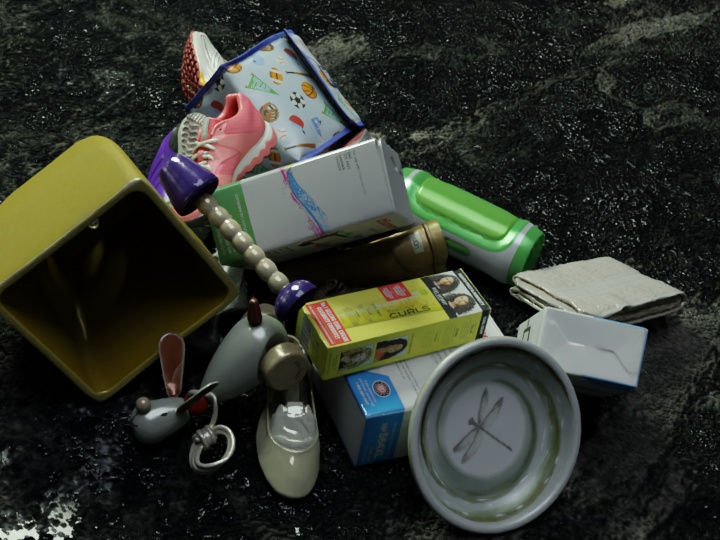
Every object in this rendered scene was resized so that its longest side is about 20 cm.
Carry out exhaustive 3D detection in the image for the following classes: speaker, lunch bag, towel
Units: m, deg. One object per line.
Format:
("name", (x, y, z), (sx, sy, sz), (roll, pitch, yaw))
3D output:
("speaker", (0.128, -0.056, 1.677), (0.199, 0.089, 0.088), (27, 42, 17))
("lunch bag", (-0.096, -0.215, 1.740), (0.171, 0.124, 0.200), (52, 41, -1))
("towel", (0.289, 0.025, 1.621), (0.199, 0.035, 0.132), (-11, 30, -40))

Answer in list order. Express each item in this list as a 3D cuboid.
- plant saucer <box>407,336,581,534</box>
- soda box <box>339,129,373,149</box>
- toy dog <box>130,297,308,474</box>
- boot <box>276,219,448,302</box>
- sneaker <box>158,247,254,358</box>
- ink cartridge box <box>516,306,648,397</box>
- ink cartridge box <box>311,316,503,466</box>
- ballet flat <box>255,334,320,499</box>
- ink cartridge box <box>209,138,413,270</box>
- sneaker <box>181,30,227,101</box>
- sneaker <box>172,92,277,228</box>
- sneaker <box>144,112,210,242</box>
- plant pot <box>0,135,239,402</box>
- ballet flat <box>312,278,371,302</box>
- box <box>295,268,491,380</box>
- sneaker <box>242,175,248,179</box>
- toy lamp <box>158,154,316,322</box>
("plant saucer", (0.132, 0.166, 1.371), (0.198, 0.203, 0.050), (-6, 6, -21))
("soda box", (-0.010, -0.109, 1.656), (0.070, 0.063, 0.200), (52, 19, -11))
("toy dog", (-0.148, 0.097, 1.362), (0.131, 0.097, 0.200), (22, 57, 38))
("boot", (0.000, 0.000, 1.571), (0.198, 0.175, 0.067), (-17, 73, -2))
("sneaker", (-0.152, 0.034, 1.517), (0.090, 0.067, 0.201), (26, 41, 6))
("ink cartridge box", (0.237, 0.096, 1.491), (0.114, 0.200, 0.068), (12, 80, -1))
("ink cartridge box", (0.064, 0.118, 1.454), (0.198, 0.085, 0.147), (-7, 43, -22))
("ballet flat", (-0.075, 0.146, 1.401), (0.069, 0.070, 0.201), (4, 41, -11))
("ink cartridge box", (-0.052, -0.068, 1.448), (0.198, 0.085, 0.145), (-16, -5, 9))
("sneaker", (-0.194, -0.253, 1.841), (0.081, 0.078, 0.201), (-7, 53, -28))
("sneaker", (-0.175, -0.132, 1.563), (0.073, 0.087, 0.201), (-2, 42, 34))
("sneaker", (-0.231, -0.088, 1.634), (0.069, 0.099, 0.202), (29, 59, -34))
("plant pot", (-0.281, -0.027, 1.414), (0.195, 0.195, 0.200), (-37, 42, 1))
("ballet flat", (0.015, 0.033, 1.517), (0.199, 0.067, 0.047), (0, 72, -49))
("box", (0.035, 0.055, 1.415), (0.198, 0.051, 0.076), (-12, 45, -24))
("sneaker", (-0.113, -0.069, 1.644), (0.129, 0.080, 0.198), (26, -12, -41))
("toy lamp", (-0.130, -0.037, 1.359), (0.200, 0.058, 0.058), (46, 47, 10))
